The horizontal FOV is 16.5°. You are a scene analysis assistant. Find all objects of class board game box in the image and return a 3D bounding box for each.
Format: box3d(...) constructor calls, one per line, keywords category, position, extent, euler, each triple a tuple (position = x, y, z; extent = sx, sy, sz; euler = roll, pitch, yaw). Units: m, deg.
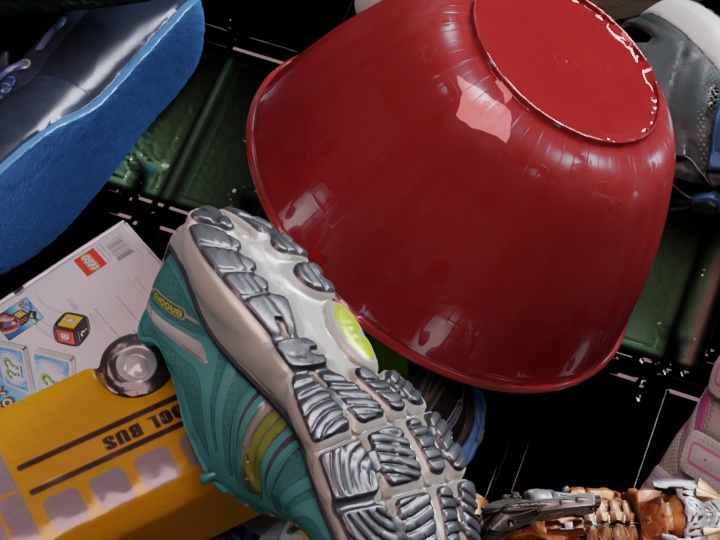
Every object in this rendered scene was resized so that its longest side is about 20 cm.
box3d(category="board game box", position=(-0.094, 0.083, 1.083), extent=(0.126, 0.035, 0.200), euler=(-34, 65, -19))

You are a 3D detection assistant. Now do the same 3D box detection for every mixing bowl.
box3d(category="mixing bowl", position=(0.063, -0.057, 1.082), extent=(0.200, 0.108, 0.201), euler=(21, 42, -21))

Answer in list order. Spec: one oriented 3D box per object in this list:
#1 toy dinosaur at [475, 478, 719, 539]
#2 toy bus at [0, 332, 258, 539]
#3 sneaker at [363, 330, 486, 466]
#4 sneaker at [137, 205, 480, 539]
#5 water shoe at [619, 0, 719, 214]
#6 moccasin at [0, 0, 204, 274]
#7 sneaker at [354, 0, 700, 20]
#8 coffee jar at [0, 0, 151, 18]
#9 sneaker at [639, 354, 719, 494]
box3d(category="toy dinosaur", position=(0.050, 0.122, 1.000), extent=(0.199, 0.136, 0.102), euler=(9, 62, 15))
box3d(category="toy bus", position=(-0.115, 0.088, 1.023), extent=(0.200, 0.065, 0.078), euler=(-25, 64, -16))
box3d(category="sneaker", position=(0.000, 0.000, 1.103), extent=(0.071, 0.083, 0.200), euler=(-30, 58, 21))
box3d(category="sneaker", position=(-0.022, 0.065, 0.962), extent=(0.077, 0.080, 0.200), euler=(0, 46, -44))
box3d(category="water shoe", position=(0.175, -0.043, 1.151), extent=(0.079, 0.072, 0.200), euler=(-30, 52, -12))
box3d(category="moccasin", position=(-0.150, -0.068, 1.161), extent=(0.068, 0.081, 0.200), euler=(26, 47, 19))
box3d(category="sneaker", position=(0.079, -0.175, 1.219), extent=(0.199, 0.077, 0.111), euler=(-14, 66, -15))
box3d(category="coffee jar", position=(-0.189, -0.162, 1.155), extent=(0.199, 0.104, 0.086), euler=(-6, 60, 26))
box3d(category="sneaker", position=(0.171, 0.073, 1.066), extent=(0.081, 0.088, 0.200), euler=(25, 61, 13))
